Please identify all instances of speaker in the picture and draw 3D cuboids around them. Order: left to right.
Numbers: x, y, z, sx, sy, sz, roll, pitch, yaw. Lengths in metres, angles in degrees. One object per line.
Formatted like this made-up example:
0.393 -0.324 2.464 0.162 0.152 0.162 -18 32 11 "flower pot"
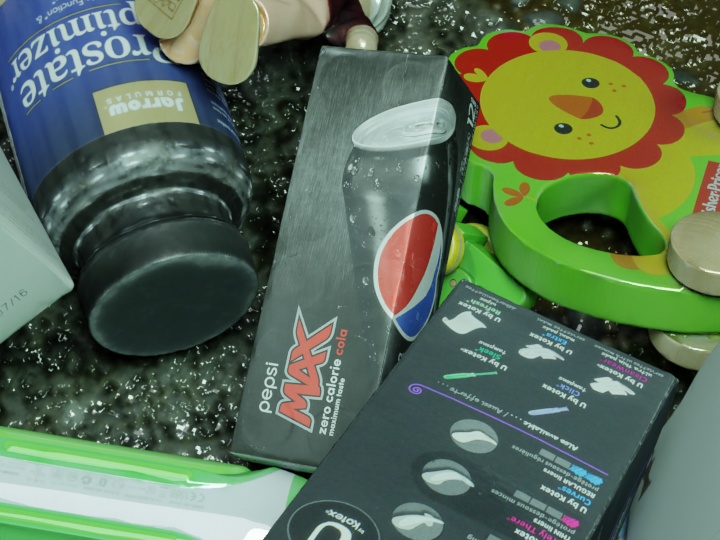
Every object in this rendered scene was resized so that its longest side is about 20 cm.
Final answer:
-0.117 0.118 0.842 0.198 0.089 0.089 9 58 3 "speaker"

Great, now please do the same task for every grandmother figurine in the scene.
-0.040 -0.138 0.966 0.121 0.061 0.200 45 24 12 "grandmother figurine"

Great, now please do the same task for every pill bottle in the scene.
-0.118 -0.064 0.940 0.111 0.112 0.201 -14 59 -11 "pill bottle"

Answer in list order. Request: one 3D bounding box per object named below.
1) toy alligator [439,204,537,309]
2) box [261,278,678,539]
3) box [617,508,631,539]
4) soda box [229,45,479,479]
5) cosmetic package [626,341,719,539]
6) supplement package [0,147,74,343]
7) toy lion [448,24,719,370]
0.044 0.004 0.943 0.054 0.059 0.200 -49 65 17 "toy alligator"
0.035 0.116 0.748 0.105 0.123 0.200 24 37 13 "box"
0.105 0.170 0.847 0.136 0.039 0.201 -25 62 -17 "box"
0.000 0.000 0.886 0.070 0.063 0.202 7 77 21 "soda box"
0.223 0.128 0.767 0.198 0.165 0.166 20 46 -4 "cosmetic package"
-0.240 -0.047 0.881 0.117 0.117 0.200 -38 51 5 "supplement package"
0.119 -0.054 0.958 0.190 0.069 0.201 14 42 11 "toy lion"
